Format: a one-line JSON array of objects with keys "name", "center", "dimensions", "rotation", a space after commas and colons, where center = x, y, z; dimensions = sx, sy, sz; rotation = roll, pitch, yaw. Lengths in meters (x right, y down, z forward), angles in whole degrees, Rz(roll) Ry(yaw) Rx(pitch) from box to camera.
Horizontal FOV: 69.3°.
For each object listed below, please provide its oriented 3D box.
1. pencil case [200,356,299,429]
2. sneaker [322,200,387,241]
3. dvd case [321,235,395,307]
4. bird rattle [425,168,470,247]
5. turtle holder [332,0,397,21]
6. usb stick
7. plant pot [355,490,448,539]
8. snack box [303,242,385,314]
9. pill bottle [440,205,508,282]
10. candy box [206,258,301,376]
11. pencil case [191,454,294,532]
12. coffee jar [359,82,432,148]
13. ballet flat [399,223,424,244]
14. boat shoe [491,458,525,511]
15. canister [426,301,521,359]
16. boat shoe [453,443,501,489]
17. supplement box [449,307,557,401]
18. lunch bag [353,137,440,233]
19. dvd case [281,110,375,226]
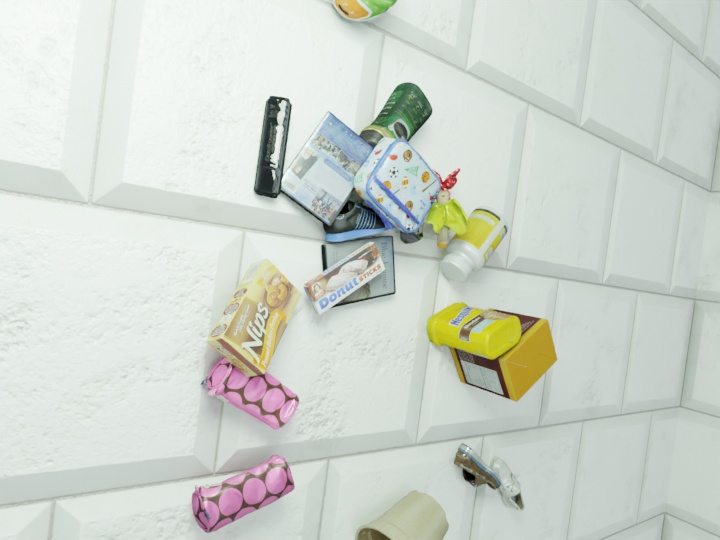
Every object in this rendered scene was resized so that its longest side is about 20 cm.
[{"name": "pencil case", "center": [-0.215, 0.249, 1.052], "dimensions": [0.200, 0.090, 0.094], "rotation": [40, 37, -31]}, {"name": "sneaker", "center": [0.003, -0.123, 1.182], "dimensions": [0.199, 0.070, 0.079], "rotation": [-17, 112, -34]}, {"name": "dvd case", "center": [0.000, 0.000, 1.216], "dimensions": [0.199, 0.017, 0.144], "rotation": [-10, 100, -36]}, {"name": "bird rattle", "center": [0.201, -0.153, 1.306], "dimensions": [0.111, 0.201, 0.164], "rotation": [-3, 135, 1]}, {"name": "turtle holder", "center": [0.007, -0.612, 1.087], "dimensions": [0.140, 0.131, 0.187], "rotation": [9, 70, -40]}, {"name": "usb stick", "center": [-0.176, -0.248, 1.051], "dimensions": [0.055, 0.033, 0.202], "rotation": [8, 91, -3]}, {"name": "plant pot", "center": [0.120, 0.664, 1.303], "dimensions": [0.183, 0.199, 0.202], "rotation": [-28, 112, -43]}, {"name": "snack box", "center": [-0.033, 0.015, 1.157], "dimensions": [0.199, 0.024, 0.072], "rotation": [-34, 113, -28]}, {"name": "pill bottle", "center": [0.298, -0.067, 1.385], "dimensions": [0.200, 0.111, 0.112], "rotation": [-50, 121, -22]}, {"name": "candy box", "center": [-0.201, 0.089, 1.019], "dimensions": [0.116, 0.055, 0.201], "rotation": [48, 45, -29]}, {"name": "pencil case", "center": [-0.234, 0.442, 1.052], "dimensions": [0.199, 0.090, 0.095], "rotation": [-14, 92, -37]}, {"name": "coffee jar", "center": [0.076, -0.329, 1.202], "dimensions": [0.104, 0.085, 0.201], "rotation": [47, 68, -31]}, {"name": "ballet flat", "center": [0.121, -0.164, 1.266], "dimensions": [0.072, 0.072, 0.202], "rotation": [-20, 107, -33]}, {"name": "boat shoe", "center": [0.469, 0.669, 1.625], "dimensions": [0.071, 0.069, 0.201], "rotation": [-39, 116, -25]}, {"name": "canister", "center": [0.294, 0.154, 1.351], "dimensions": [0.148, 0.199, 0.087], "rotation": [-24, 110, -32]}, {"name": "boat shoe", "center": [0.334, 0.587, 1.521], "dimensions": [0.200, 0.072, 0.072], "rotation": [47, 73, -20]}, {"name": "supplement box", "center": [0.390, 0.222, 1.431], "dimensions": [0.197, 0.199, 0.134], "rotation": [-33, 114, -29]}, {"name": "lunch bag", "center": [0.085, -0.179, 1.144], "dimensions": [0.200, 0.075, 0.161], "rotation": [39, 79, -38]}, {"name": "dvd case", "center": [-0.068, -0.214, 1.107], "dimensions": [0.142, 0.018, 0.201], "rotation": [36, 81, -15]}]
